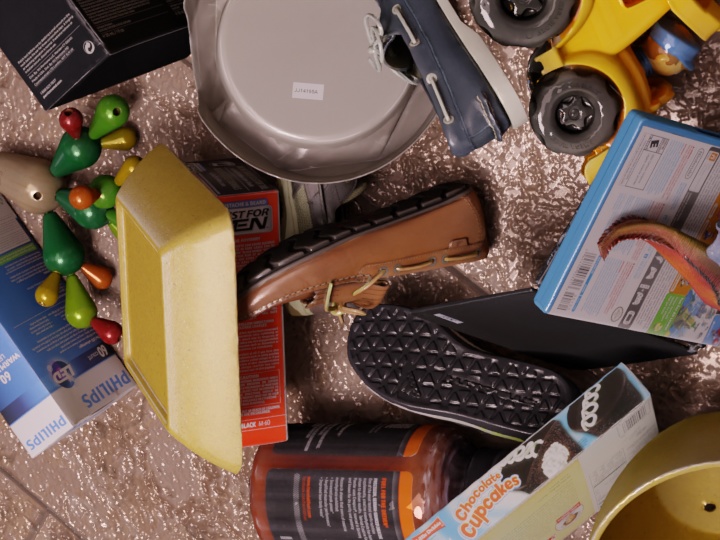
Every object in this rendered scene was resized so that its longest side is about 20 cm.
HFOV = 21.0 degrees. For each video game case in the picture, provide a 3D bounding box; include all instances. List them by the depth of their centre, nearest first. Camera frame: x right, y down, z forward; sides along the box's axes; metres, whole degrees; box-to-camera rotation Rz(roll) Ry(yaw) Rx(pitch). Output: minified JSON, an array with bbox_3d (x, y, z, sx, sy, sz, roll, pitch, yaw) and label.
[{"bbox_3d":[0.221,-0.021,1.282,0.018,0.199,0.144,47,118,48],"label":"video game case"}]

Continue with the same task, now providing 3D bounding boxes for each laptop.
[{"bbox_3d":[0.168,-0.011,1.339,0.103,0.177,0.201,43,108,48],"label":"laptop"}]

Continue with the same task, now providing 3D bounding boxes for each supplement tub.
[{"bbox_3d":[0.022,0.171,1.487,0.199,0.107,0.107,-1,106,27],"label":"supplement tub"}]

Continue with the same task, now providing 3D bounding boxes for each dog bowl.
[{"bbox_3d":[-0.029,-0.160,1.388,0.199,0.059,0.201,0,87,2],"label":"dog bowl"}]

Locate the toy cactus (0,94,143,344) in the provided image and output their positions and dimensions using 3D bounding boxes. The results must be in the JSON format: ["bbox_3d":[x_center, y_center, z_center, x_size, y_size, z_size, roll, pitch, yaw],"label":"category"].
[{"bbox_3d":[-0.238,-0.050,1.560,0.165,0.102,0.201,22,124,29],"label":"toy cactus"}]

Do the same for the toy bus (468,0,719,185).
[{"bbox_3d":[0.178,-0.186,1.292,0.191,0.136,0.201,-25,106,10],"label":"toy bus"}]

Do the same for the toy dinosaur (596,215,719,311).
[{"bbox_3d":[0.262,0.007,1.289,0.199,0.105,0.182,-2,138,9],"label":"toy dinosaur"}]

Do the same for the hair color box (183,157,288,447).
[{"bbox_3d":[-0.102,0.024,1.493,0.064,0.111,0.201,-6,108,-17],"label":"hair color box"}]

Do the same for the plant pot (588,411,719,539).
[{"bbox_3d":[0.253,0.177,1.341,0.199,0.142,0.201,3,118,5],"label":"plant pot"}]

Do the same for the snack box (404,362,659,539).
[{"bbox_3d":[0.125,0.160,1.372,0.200,0.116,0.037,-38,61,-7],"label":"snack box"}]

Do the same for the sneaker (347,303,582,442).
[{"bbox_3d":[0.081,0.088,1.444,0.199,0.083,0.072,24,85,22],"label":"sneaker"}]

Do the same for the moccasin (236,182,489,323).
[{"bbox_3d":[-0.001,0.000,1.415,0.074,0.201,0.078,15,123,66],"label":"moccasin"}]

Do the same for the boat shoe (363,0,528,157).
[{"bbox_3d":[0.039,-0.151,1.289,0.062,0.075,0.200,-32,58,-2],"label":"boat shoe"}]

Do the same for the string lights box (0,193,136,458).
[{"bbox_3d":[-0.283,0.043,1.596,0.059,0.103,0.200,-36,88,30],"label":"string lights box"}]

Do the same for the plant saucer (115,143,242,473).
[{"bbox_3d":[-0.140,0.027,1.435,0.200,0.048,0.201,-138,44,-62],"label":"plant saucer"}]

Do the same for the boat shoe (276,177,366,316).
[{"bbox_3d":[-0.027,-0.063,1.461,0.066,0.072,0.202,2,104,12],"label":"boat shoe"}]

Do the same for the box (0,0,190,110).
[{"bbox_3d":[-0.193,-0.212,1.414,0.079,0.200,0.141,-34,89,31],"label":"box"}]
